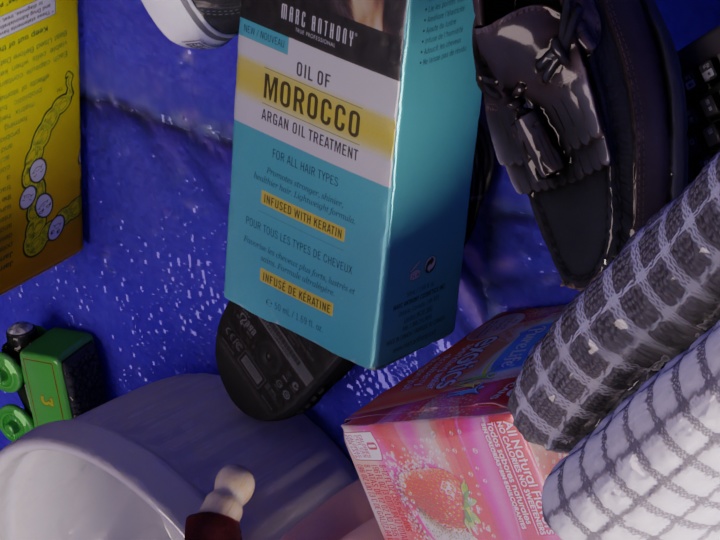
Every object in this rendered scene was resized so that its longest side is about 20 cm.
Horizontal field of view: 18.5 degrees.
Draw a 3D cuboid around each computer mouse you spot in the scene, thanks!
[{"bbox_3d":[0.000,0.000,0.894,0.059,0.034,0.200,57,135,11],"label":"computer mouse"}]

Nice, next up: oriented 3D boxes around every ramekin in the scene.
[{"bbox_3d":[-0.072,0.142,0.998,0.200,0.105,0.201,26,131,34],"label":"ramekin"}]

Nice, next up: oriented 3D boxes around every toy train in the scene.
[{"bbox_3d":[-0.141,0.117,1.109,0.056,0.042,0.201,8,121,31],"label":"toy train"}]

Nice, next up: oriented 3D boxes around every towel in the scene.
[{"bbox_3d":[0.161,0.011,0.608,0.166,0.199,0.086,-51,46,45],"label":"towel"}]

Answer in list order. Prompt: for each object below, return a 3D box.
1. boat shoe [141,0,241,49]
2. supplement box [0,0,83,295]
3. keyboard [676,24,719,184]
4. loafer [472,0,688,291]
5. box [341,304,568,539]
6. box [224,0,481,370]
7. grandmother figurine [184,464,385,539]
[{"bbox_3d":[-0.080,-0.183,0.833,0.056,0.069,0.201,-19,102,31],"label":"boat shoe"},{"bbox_3d":[-0.198,-0.090,0.975,0.109,0.109,0.201,29,132,31],"label":"supplement box"},{"bbox_3d":[0.144,-0.084,0.650,0.200,0.021,0.128,-31,69,44],"label":"keyboard"},{"bbox_3d":[0.053,-0.089,0.695,0.072,0.063,0.201,-18,77,56],"label":"loafer"},{"bbox_3d":[0.088,0.121,0.818,0.095,0.103,0.201,-8,108,49],"label":"box"},{"bbox_3d":[-0.001,-0.071,0.806,0.082,0.049,0.201,25,123,34],"label":"box"},{"bbox_3d":[-0.025,0.132,0.865,0.121,0.200,0.061,51,141,8],"label":"grandmother figurine"}]
